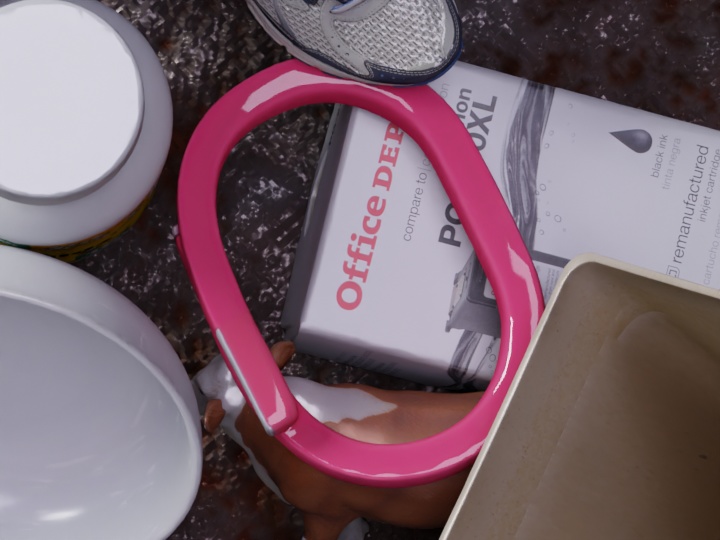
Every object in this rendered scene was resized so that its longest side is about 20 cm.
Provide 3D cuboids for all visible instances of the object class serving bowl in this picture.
[{"bbox_3d":[-0.167,0.055,1.238,0.200,0.200,0.066,11,45,-6],"label":"serving bowl"}]

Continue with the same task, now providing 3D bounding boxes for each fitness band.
[{"bbox_3d":[0.000,0.000,1.226,0.144,0.037,0.200,-24,79,-9],"label":"fitness band"}]

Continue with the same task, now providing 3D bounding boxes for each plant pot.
[{"bbox_3d":[0.168,0.134,1.154,0.177,0.200,0.200,31,82,-38],"label":"plant pot"}]

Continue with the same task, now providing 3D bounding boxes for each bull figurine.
[{"bbox_3d":[0.012,0.094,1.268,0.200,0.122,0.065,5,41,8],"label":"bull figurine"}]

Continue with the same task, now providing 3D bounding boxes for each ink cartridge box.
[{"bbox_3d":[0.075,-0.012,1.302,0.200,0.083,0.145,14,84,-5],"label":"ink cartridge box"}]

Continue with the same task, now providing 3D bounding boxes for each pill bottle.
[{"bbox_3d":[-0.141,-0.063,1.222,0.113,0.200,0.113,1,86,-7],"label":"pill bottle"}]

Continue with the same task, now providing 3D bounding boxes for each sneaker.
[{"bbox_3d":[-0.035,-0.151,1.184,0.200,0.085,0.077,41,90,-8],"label":"sneaker"}]
